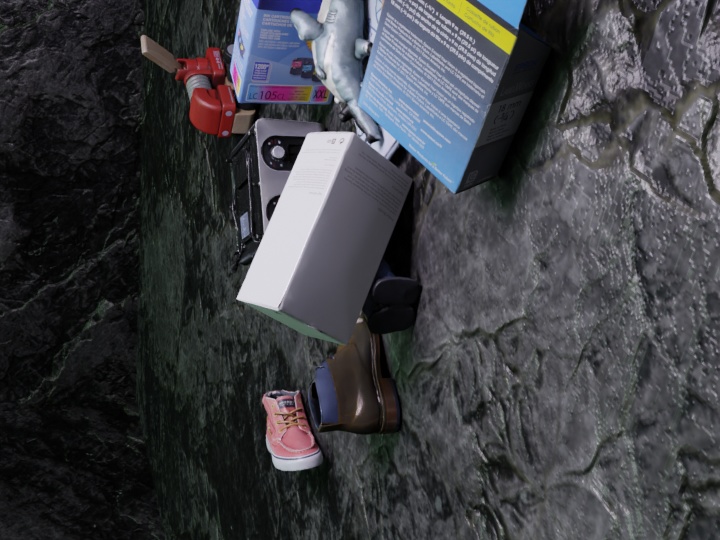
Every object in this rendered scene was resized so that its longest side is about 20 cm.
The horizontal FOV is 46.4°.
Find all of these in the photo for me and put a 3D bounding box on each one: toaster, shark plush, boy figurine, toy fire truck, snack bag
[{"bbox_3d":[-0.119,-0.102,1.207,0.200,0.118,0.183,158,109,-67],"label":"toaster"},{"bbox_3d":[-0.017,-0.243,0.955,0.083,0.090,0.202,-24,62,36],"label":"shark plush"},{"bbox_3d":[0.000,0.000,0.995,0.200,0.064,0.125,-128,40,-57],"label":"boy figurine"},{"bbox_3d":[-0.292,-0.337,1.506,0.129,0.198,0.177,113,147,-49],"label":"toy fire truck"},{"bbox_3d":[0.027,-0.221,0.956,0.189,0.021,0.202,130,133,-61],"label":"snack bag"}]

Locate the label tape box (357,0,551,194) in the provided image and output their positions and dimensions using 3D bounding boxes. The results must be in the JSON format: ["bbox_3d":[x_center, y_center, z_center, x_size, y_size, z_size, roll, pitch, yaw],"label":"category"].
[{"bbox_3d":[0.082,-0.190,0.706,0.144,0.063,0.201,46,139,28],"label":"label tape box"}]

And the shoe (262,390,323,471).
[{"bbox_3d":[-0.111,0.241,1.291,0.200,0.071,0.092,-174,76,-73],"label":"shoe"}]

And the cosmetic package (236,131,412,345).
[{"bbox_3d":[-0.036,-0.035,0.898,0.084,0.107,0.201,11,72,48],"label":"cosmetic package"}]

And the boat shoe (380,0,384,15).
[{"bbox_3d":[0.070,-0.270,0.773,0.071,0.070,0.201,-113,29,-43],"label":"boat shoe"}]

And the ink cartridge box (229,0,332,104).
[{"bbox_3d":[-0.084,-0.313,1.070,0.201,0.135,0.077,110,147,-45],"label":"ink cartridge box"}]

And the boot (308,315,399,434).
[{"bbox_3d":[-0.025,0.111,1.026,0.075,0.096,0.201,109,149,-43],"label":"boot"}]
